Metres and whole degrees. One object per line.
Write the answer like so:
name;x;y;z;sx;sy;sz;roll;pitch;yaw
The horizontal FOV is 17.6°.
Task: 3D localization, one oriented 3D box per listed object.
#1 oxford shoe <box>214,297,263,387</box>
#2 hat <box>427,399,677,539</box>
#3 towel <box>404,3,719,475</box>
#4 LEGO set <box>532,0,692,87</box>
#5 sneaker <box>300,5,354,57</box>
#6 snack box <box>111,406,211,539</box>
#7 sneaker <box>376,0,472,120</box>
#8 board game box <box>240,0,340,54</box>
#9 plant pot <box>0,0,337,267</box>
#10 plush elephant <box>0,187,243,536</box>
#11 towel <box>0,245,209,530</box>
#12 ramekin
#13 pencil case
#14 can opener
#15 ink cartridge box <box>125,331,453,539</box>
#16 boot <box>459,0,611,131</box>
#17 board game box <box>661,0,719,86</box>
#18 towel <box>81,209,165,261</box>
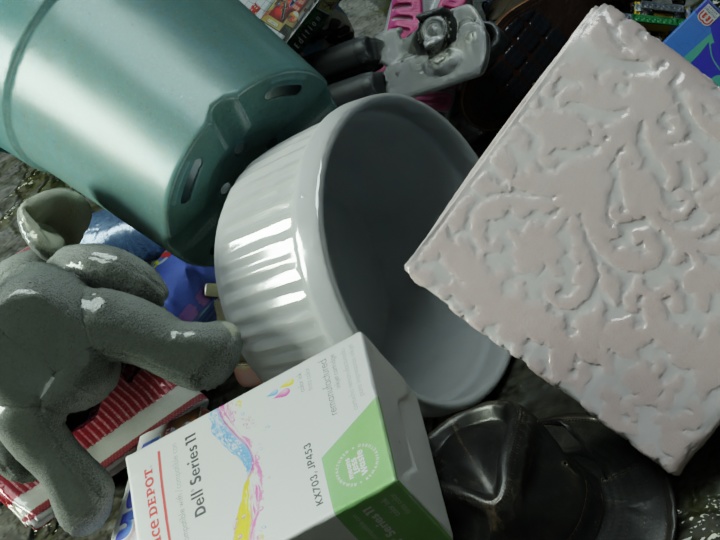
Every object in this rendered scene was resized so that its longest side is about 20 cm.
oxford shoe;-0.044;-0.003;1.580;0.071;0.074;0.200;-16;23;24
hat;0.078;0.126;1.299;0.200;0.081;0.201;-20;32;13
towel;0.156;-0.016;1.295;0.191;0.200;0.032;-53;-11;7
LEGO set;0.196;-0.071;1.490;0.153;0.116;0.200;0;48;-6
sneaker;-0.041;-0.179;1.751;0.078;0.200;0.090;-15;72;-8
snack box;-0.128;0.180;1.379;0.072;0.024;0.200;-28;39;47
sneaker;0.045;-0.147;1.731;0.081;0.088;0.200;15;68;14
board game box;-0.096;-0.153;1.645;0.105;0.023;0.200;35;87;42
plant pot;-0.132;-0.114;1.524;0.200;0.200;0.196;-41;59;-18
plush elephant;-0.186;0.040;1.445;0.165;0.200;0.155;-57;4;14
towel;-0.211;0.072;1.521;0.144;0.023;0.200;-36;52;-20
ramekin;0.000;0.000;1.443;0.105;0.200;0.200;-18;32;37
pencil case;-0.148;0.058;1.585;0.087;0.078;0.200;-2;41;52
can opener;0.007;-0.133;1.651;0.200;0.067;0.053;-17;73;23
ink cartridge box;-0.059;0.134;1.279;0.200;0.067;0.117;-29;42;14
boot;0.125;-0.174;1.730;0.200;0.075;0.097;-52;13;-19
board game box;0.180;-0.031;1.330;0.200;0.152;0.045;-46;-7;9
towel;-0.103;-0.045;1.674;0.200;0.049;0.112;-16;3;29
